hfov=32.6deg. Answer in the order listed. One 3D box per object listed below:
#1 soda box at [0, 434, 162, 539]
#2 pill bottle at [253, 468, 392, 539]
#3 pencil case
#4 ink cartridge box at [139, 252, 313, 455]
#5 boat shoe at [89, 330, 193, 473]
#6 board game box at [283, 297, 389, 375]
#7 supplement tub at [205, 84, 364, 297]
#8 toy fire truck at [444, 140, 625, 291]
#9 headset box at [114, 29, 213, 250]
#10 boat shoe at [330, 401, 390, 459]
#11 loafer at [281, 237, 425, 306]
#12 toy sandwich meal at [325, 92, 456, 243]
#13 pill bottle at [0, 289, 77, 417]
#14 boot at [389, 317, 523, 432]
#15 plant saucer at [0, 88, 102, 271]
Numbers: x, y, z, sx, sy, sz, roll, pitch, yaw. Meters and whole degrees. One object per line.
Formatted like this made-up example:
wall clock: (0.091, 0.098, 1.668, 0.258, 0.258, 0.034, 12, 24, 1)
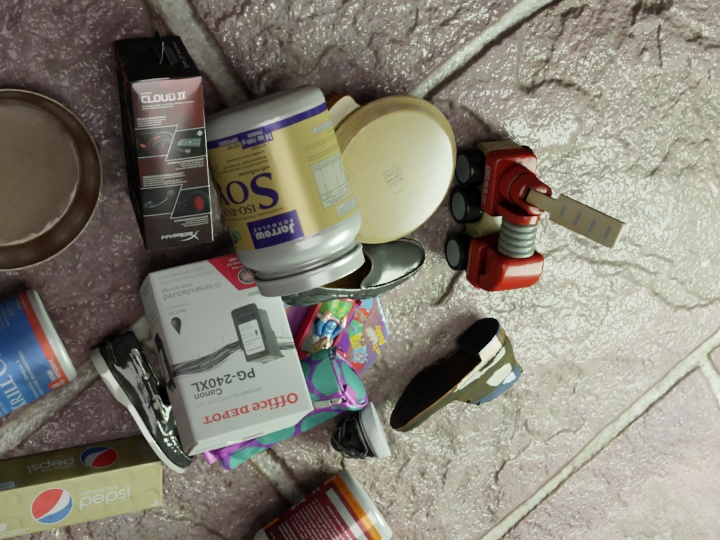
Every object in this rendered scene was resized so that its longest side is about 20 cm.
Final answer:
soda box: (-0.338, 0.255, 1.459, 0.199, 0.064, 0.068, -7, 117, -23)
pill bottle: (-0.067, 0.363, 1.620, 0.199, 0.113, 0.113, -35, 125, -7)
pencil case: (-0.097, 0.167, 1.490, 0.199, 0.093, 0.085, -27, 110, 10)
ink cartridge box: (-0.152, 0.091, 1.396, 0.144, 0.083, 0.201, -14, 79, -21)
boat shoe: (-0.244, 0.156, 1.456, 0.060, 0.074, 0.201, -32, 116, -4)
board game box: (-0.038, 0.077, 1.536, 0.157, 0.039, 0.201, -26, 124, -13)
supplement tub: (-0.082, -0.086, 1.332, 0.145, 0.145, 0.201, -21, 102, -16)
toy fire truck: (0.210, -0.049, 1.502, 0.128, 0.200, 0.177, -6, 117, -24)
headset box: (-0.205, -0.144, 1.272, 0.074, 0.149, 0.201, -8, 117, -14)
boat shoe: (-0.006, 0.208, 1.548, 0.066, 0.200, 0.070, -21, 86, -4)
loafer: (0.000, 0.000, 1.482, 0.199, 0.072, 0.073, -18, 90, -28)
toy sandwich meal: (0.018, -0.125, 1.453, 0.204, 0.070, 0.206, -14, 122, -23)
pill bottle: (-0.416, 0.112, 1.318, 0.199, 0.112, 0.113, -28, 124, -12)
boot: (0.134, 0.164, 1.648, 0.200, 0.075, 0.097, -42, 123, -5)
plant saucer: (-0.371, -0.097, 1.286, 0.199, 0.034, 0.202, -11, 119, -21)
